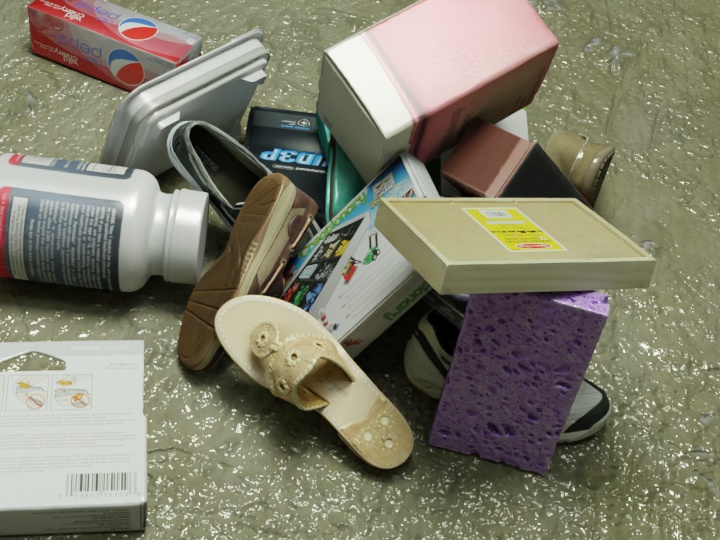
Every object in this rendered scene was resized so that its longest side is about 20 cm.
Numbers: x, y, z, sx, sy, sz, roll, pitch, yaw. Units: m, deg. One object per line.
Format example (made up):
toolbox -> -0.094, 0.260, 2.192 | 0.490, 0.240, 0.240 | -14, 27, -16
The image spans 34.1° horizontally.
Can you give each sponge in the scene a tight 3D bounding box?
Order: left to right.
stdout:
sponge -> 0.132, 0.088, 1.008 | 0.111, 0.200, 0.030 | 15, 40, 5

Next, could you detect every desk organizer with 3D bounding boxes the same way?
desk organizer -> 0.165, -0.068, 1.169 | 0.077, 0.200, 0.072 | 33, 88, 38

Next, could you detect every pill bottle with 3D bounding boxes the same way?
pill bottle -> -0.251, -0.042, 1.126 | 0.200, 0.120, 0.120 | 7, 45, -3

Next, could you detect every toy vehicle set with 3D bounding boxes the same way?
toy vehicle set -> 0.127, -0.023, 0.972 | 0.200, 0.027, 0.124 | -1, 28, -25

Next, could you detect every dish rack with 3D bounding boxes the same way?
dish rack -> -0.179, -0.159, 1.233 | 0.200, 0.172, 0.044 | -34, 79, -35

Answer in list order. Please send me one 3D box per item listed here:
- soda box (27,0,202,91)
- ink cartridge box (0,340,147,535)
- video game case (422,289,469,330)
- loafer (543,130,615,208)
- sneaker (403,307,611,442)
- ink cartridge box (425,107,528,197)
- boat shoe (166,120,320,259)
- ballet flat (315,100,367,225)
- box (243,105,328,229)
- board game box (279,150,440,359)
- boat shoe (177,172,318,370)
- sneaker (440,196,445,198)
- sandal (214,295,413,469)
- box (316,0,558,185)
soda box -> -0.288, -0.265, 1.377 | 0.200, 0.070, 0.063 | 22, 47, 11
ink cartridge box -> -0.281, 0.139, 0.994 | 0.200, 0.044, 0.174 | 0, 45, -10
video game case -> 0.119, 0.020, 1.126 | 0.143, 0.019, 0.200 | 3, 19, -24
loafer -> 0.227, -0.111, 1.268 | 0.067, 0.076, 0.200 | 20, 6, 4
sneaker -> 0.139, 0.094, 1.084 | 0.200, 0.088, 0.076 | 16, 44, 4
ink cartridge box -> 0.109, -0.099, 1.246 | 0.148, 0.076, 0.200 | 16, 64, -38
boat shoe -> -0.111, -0.069, 1.158 | 0.200, 0.071, 0.072 | 40, 79, -14
ballet flat -> -0.006, -0.113, 1.211 | 0.070, 0.067, 0.200 | -2, 45, -4
box -> -0.031, -0.104, 1.280 | 0.200, 0.046, 0.159 | 7, 45, -4
board game box -> 0.000, 0.000, 1.089 | 0.035, 0.200, 0.126 | 26, 31, -41
boat shoe -> -0.100, 0.010, 1.105 | 0.072, 0.072, 0.200 | 10, 72, 51
sneaker -> 0.086, -0.042, 1.097 | 0.200, 0.087, 0.075 | 17, 73, 26
sandal -> -0.035, 0.090, 1.015 | 0.212, 0.070, 0.078 | 41, 77, 1
box -> 0.070, -0.185, 1.131 | 0.200, 0.128, 0.109 | -31, 76, -14
